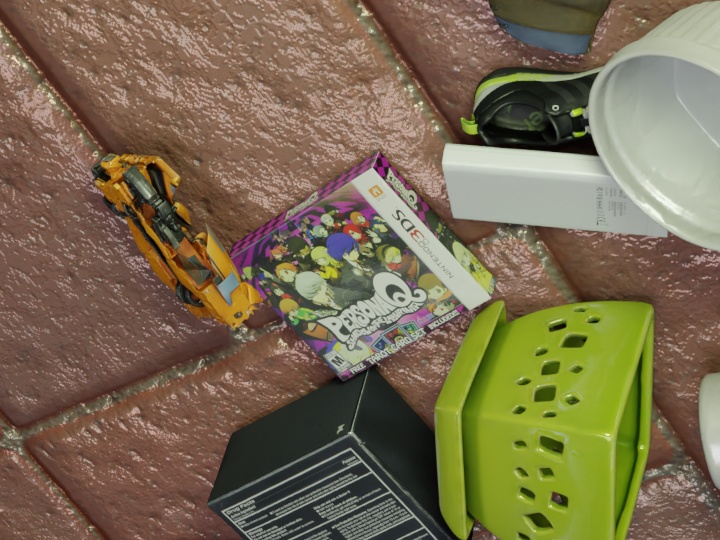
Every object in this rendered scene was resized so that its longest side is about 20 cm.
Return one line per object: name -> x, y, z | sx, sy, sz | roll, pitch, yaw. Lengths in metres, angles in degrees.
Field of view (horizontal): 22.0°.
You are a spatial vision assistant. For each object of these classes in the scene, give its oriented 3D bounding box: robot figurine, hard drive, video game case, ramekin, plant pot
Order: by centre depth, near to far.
ramekin -> 0.295, -0.124, 1.503 | 0.200, 0.105, 0.200 | 31, 147, 22
hard drive -> 0.178, -0.071, 1.666 | 0.199, 0.027, 0.132 | 5, 161, 10
plant pot -> 0.175, 0.151, 1.774 | 0.181, 0.200, 0.200 | 8, 129, 18
robot figurine -> -0.181, -0.035, 1.778 | 0.200, 0.058, 0.145 | 57, 161, -21
video game case -> 0.000, 0.000, 1.798 | 0.200, 0.036, 0.181 | -30, 113, 31

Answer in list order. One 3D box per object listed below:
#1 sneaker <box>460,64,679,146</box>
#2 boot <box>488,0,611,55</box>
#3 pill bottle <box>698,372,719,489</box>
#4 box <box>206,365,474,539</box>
sneaker -> 0.189, -0.132, 1.619 | 0.199, 0.083, 0.072 | -2, 127, 16
boot -> 0.115, -0.237, 1.563 | 0.199, 0.075, 0.097 | 9, 126, 5
pill bottle -> 0.428, 0.143, 1.750 | 0.199, 0.115, 0.115 | -9, 124, 20
box -> -0.014, 0.231, 1.923 | 0.200, 0.123, 0.198 | -28, 117, 28
